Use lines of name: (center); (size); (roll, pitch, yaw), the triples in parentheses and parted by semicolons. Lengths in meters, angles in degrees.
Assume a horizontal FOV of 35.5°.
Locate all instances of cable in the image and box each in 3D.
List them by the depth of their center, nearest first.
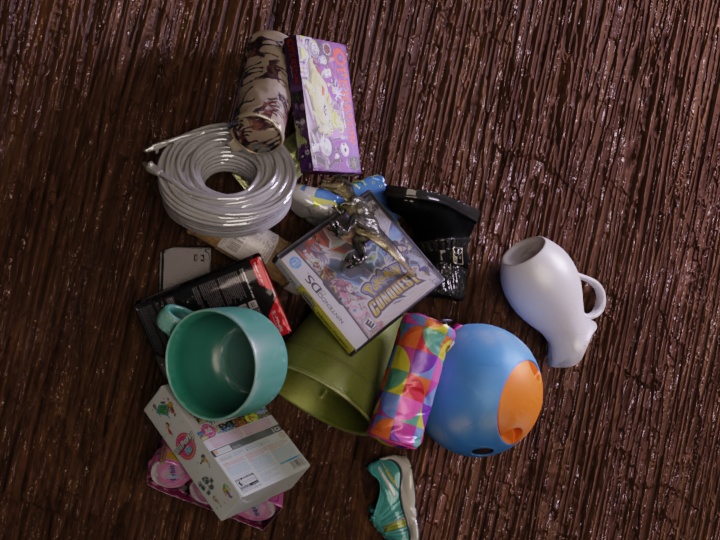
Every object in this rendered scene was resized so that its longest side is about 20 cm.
cable: (-0.193, -0.130, 1.628); (0.200, 0.069, 0.200); (-27, 59, -28)

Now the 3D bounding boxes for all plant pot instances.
plant pot: (-0.023, 0.117, 1.699); (0.200, 0.200, 0.190); (38, 67, -16)

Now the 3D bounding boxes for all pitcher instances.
pitcher: (0.323, 0.032, 1.846); (0.172, 0.121, 0.200); (-47, 116, -32)

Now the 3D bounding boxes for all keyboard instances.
keyboard: (-0.241, 0.063, 1.696); (0.127, 0.021, 0.200); (1, 92, -12)

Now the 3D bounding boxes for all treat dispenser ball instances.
treat dispenser ball: (0.176, 0.181, 1.708); (0.200, 0.201, 0.201); (0, 92, -19)

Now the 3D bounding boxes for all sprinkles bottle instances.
sprinkles bottle: (-0.161, -0.038, 1.694); (0.200, 0.068, 0.068); (31, 82, -17)

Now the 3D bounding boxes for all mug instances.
mug: (-0.183, 0.112, 1.568); (0.152, 0.114, 0.185); (-25, 79, 25)

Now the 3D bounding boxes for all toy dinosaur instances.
toy dinosaur: (0.001, -0.055, 1.638); (0.088, 0.047, 0.200); (-37, 88, -39)

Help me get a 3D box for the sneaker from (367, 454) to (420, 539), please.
sneaker: (0.053, 0.393, 1.788); (0.079, 0.078, 0.200); (-6, 89, 1)

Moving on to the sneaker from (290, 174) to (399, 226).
sneaker: (-0.022, -0.111, 1.746); (0.200, 0.076, 0.105); (26, 71, -25)

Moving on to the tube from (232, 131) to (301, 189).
tube: (-0.098, -0.180, 1.727); (0.200, 0.058, 0.052); (-41, 142, -11)

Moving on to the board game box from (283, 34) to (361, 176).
board game box: (-0.055, -0.241, 1.662); (0.120, 0.032, 0.200); (-3, 85, -58)

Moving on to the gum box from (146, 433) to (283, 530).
gum box: (-0.211, 0.287, 1.655); (0.200, 0.114, 0.066); (26, 124, -17)

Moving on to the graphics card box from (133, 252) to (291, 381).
graphics card box: (-0.216, 0.068, 1.649); (0.200, 0.051, 0.126); (-23, 100, -2)

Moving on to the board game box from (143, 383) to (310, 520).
board game box: (-0.191, 0.241, 1.611); (0.147, 0.064, 0.200); (-13, 58, -52)

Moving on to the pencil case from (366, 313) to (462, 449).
pencil case: (0.076, 0.157, 1.609); (0.088, 0.088, 0.200); (23, 81, -18)

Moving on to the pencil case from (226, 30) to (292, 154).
pencil case: (-0.143, -0.262, 1.643); (0.078, 0.089, 0.200); (60, 27, -46)

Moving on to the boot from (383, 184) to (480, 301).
boot: (0.105, -0.040, 1.750); (0.211, 0.079, 0.158); (17, 85, -43)

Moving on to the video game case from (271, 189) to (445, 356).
video game case: (0.000, 0.000, 1.651); (0.200, 0.026, 0.181); (-37, 84, -31)
